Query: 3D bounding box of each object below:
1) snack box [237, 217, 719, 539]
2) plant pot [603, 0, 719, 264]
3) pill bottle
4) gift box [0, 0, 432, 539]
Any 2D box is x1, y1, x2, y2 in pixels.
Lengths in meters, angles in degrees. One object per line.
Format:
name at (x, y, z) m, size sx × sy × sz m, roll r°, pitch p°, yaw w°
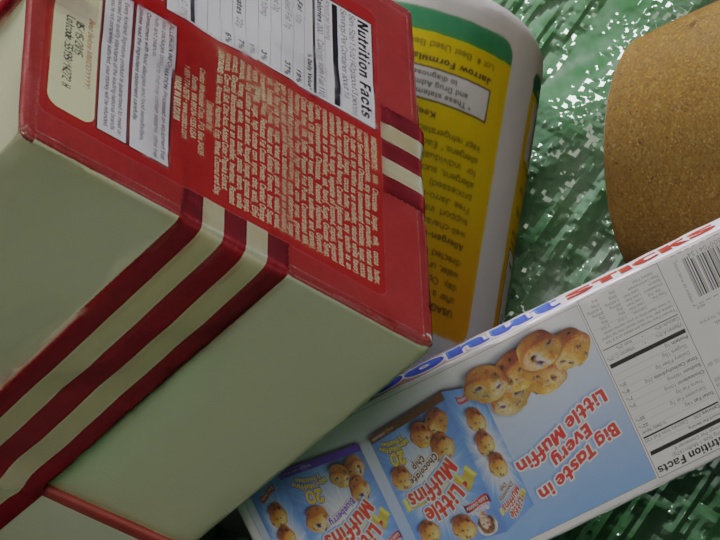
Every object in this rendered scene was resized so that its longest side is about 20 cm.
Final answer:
snack box at (0.056, 0.055, 0.951) m, size 0.199 × 0.024 × 0.072 m, roll -26°, pitch 98°, yaw 1°
plant pot at (0.196, -0.042, 0.995) m, size 0.199 × 0.186 × 0.188 m, roll -1°, pitch 67°, yaw 27°
pill bottle at (0.000, 0.000, 1.035) m, size 0.112 × 0.113 × 0.201 m, roll 5°, pitch 70°, yaw 13°
gift box at (-0.107, -0.026, 0.917) m, size 0.187 × 0.199 × 0.185 m, roll -42°, pitch 30°, yaw 34°
